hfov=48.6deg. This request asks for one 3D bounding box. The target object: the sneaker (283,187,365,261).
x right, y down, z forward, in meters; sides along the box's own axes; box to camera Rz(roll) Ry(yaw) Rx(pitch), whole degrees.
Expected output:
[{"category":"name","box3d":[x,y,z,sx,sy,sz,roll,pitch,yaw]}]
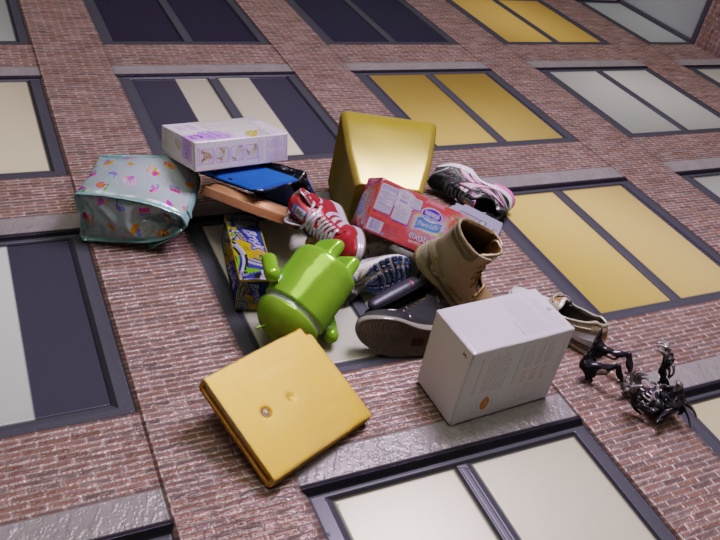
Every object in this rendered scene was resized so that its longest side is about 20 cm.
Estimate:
[{"category":"sneaker","box3d":[-0.068,-0.079,1.410,0.112,0.072,0.200,21,19,-32]}]

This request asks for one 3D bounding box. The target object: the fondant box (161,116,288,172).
[{"category":"fondant box","box3d":[-0.258,-0.243,1.520,0.199,0.059,0.144,-14,29,-34]}]

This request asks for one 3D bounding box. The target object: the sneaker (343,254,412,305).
[{"category":"sneaker","box3d":[0.000,0.000,1.445,0.199,0.078,0.085,-13,33,-25]}]

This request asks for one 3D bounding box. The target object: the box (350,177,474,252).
[{"category":"box","box3d":[0.095,-0.090,1.483,0.199,0.103,0.095,21,0,-18]}]

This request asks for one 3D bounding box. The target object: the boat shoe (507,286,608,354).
[{"category":"boat shoe","box3d":[0.360,0.075,1.455,0.199,0.069,0.075,29,38,22]}]

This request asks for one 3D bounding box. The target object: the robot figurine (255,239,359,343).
[{"category":"robot figurine","box3d":[-0.088,0.040,1.298,0.115,0.176,0.201,3,51,54]}]

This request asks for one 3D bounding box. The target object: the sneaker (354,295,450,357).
[{"category":"sneaker","box3d":[0.077,0.089,1.360,0.198,0.075,0.107,10,30,-20]}]

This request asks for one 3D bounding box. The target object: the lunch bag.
[{"category":"lunch bag","box3d":[-0.401,-0.131,1.474,0.198,0.123,0.171,3,35,-2]}]

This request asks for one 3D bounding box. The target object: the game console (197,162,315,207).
[{"category":"game console","box3d":[-0.197,-0.152,1.536,0.199,0.171,0.119,22,61,36]}]

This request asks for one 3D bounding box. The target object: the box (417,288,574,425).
[{"category":"box","box3d":[0.211,0.133,1.259,0.199,0.153,0.107,-9,41,-28]}]

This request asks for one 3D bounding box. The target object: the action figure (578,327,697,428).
[{"category":"action figure","box3d":[0.468,0.176,1.319,0.199,0.103,0.119,29,45,25]}]

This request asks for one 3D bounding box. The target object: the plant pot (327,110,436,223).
[{"category":"plant pot","box3d":[0.042,-0.178,1.619,0.198,0.201,0.177,7,47,-7]}]

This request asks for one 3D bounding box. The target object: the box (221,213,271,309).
[{"category":"box","box3d":[-0.202,-0.018,1.417,0.064,0.070,0.201,0,37,-18]}]

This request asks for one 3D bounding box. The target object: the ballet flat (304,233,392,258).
[{"category":"ballet flat","box3d":[-0.009,-0.041,1.529,0.198,0.069,0.064,-6,67,-20]}]

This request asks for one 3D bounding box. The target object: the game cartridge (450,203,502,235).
[{"category":"game cartridge","box3d":[0.206,-0.070,1.639,0.133,0.041,0.200,27,38,26]}]

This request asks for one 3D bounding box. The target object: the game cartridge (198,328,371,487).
[{"category":"game cartridge","box3d":[-0.105,0.190,1.150,0.199,0.032,0.177,-24,70,-42]}]

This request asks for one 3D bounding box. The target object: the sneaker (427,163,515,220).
[{"category":"sneaker","box3d":[0.239,-0.170,1.749,0.199,0.081,0.086,19,37,12]}]

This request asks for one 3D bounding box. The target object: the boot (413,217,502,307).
[{"category":"boot","box3d":[0.203,0.005,1.383,0.200,0.155,0.073,46,54,-6]}]

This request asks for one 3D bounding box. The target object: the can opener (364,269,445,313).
[{"category":"can opener","box3d":[0.089,0.038,1.432,0.199,0.064,0.079,-17,45,-34]}]

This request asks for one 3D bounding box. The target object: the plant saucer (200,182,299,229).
[{"category":"plant saucer","box3d":[-0.204,-0.126,1.511,0.199,0.033,0.200,21,3,-1]}]
